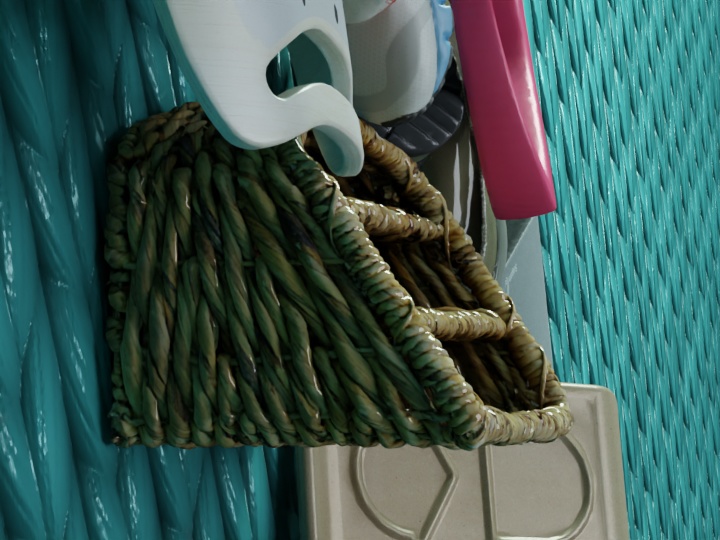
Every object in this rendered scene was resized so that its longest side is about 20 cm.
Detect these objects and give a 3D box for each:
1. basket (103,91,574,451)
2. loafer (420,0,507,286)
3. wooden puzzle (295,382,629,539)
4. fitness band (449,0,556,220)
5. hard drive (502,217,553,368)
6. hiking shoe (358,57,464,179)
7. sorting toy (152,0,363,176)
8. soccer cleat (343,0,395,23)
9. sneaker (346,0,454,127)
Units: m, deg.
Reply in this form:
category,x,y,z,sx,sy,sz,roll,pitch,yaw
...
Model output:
category,x,y,z,sx,sy,sz,roll,pitch,yaw
basket,0.000,0.000,0.932,0.200,0.148,0.143,12,77,-73
loafer,0.026,-0.064,1.189,0.070,0.075,0.201,34,46,-64
wooden puzzle,0.048,0.143,1.114,0.199,0.046,0.186,8,71,-33
fitness band,0.064,-0.112,1.107,0.200,0.037,0.144,-92,172,-52
hard drive,0.094,0.076,1.461,0.140,0.033,0.201,-54,139,-65
hiking shoe,-0.008,-0.123,1.086,0.101,0.075,0.201,121,-34,-57
sorting toy,-0.044,-0.120,0.797,0.200,0.107,0.181,9,64,-74
soccer cleat,0.019,-0.178,0.865,0.200,0.069,0.085,-59,165,26
sneaker,-0.033,-0.146,0.958,0.087,0.075,0.200,-33,98,-58
